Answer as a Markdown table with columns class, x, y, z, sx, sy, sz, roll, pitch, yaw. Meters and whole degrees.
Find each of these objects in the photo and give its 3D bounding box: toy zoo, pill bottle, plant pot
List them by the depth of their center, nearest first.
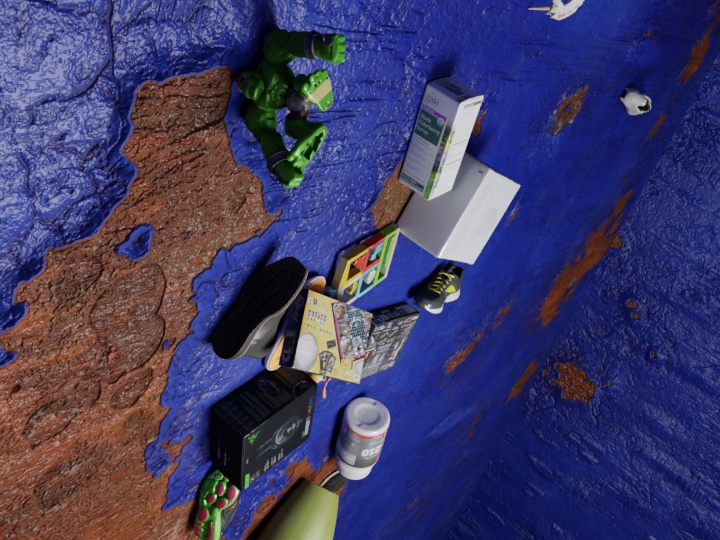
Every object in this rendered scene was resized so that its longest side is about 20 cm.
| class | x | y | z | sx | sy | sz | roll | pitch | yaw |
| --- | --- | --- | --- | --- | --- | --- | --- | --- | --- |
| toy zoo | 0.000 | 0.000 | 1.519 | 0.200 | 0.020 | 0.132 | -34 | 148 | -44 |
| plant pot | -0.135 | 0.622 | 1.907 | 0.201 | 0.186 | 0.187 | -63 | 157 | -14 |
| pill bottle | 0.000 | 0.419 | 1.940 | 0.114 | 0.114 | 0.201 | -31 | 146 | -40 |

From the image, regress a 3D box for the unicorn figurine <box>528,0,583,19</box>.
| class | x | y | z | sx | sy | sz | roll | pitch | yaw |
| --- | --- | --- | --- | --- | --- | --- | --- | --- | --- |
| unicorn figurine | 0.428 | -0.558 | 1.521 | 0.200 | 0.074 | 0.138 | -32 | 158 | -49 |

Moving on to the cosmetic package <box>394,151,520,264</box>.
| class | x | y | z | sx | sy | sz | roll | pitch | yaw |
| --- | --- | --- | --- | --- | --- | --- | --- | --- | --- |
| cosmetic package | 0.200 | -0.132 | 1.598 | 0.200 | 0.123 | 0.200 | -60 | 156 | 11 |

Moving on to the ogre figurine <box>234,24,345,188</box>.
| class | x | y | z | sx | sy | sz | roll | pitch | yaw |
| --- | --- | --- | --- | --- | --- | --- | --- | --- | --- |
| ogre figurine | -0.092 | -0.216 | 0.991 | 0.098 | 0.120 | 0.201 | -31 | 145 | -32 |

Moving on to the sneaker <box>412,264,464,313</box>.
| class | x | y | z | sx | sy | sz | roll | pitch | yaw |
| --- | --- | --- | --- | --- | --- | --- | --- | --- | --- |
| sneaker | 0.185 | 0.037 | 1.857 | 0.200 | 0.074 | 0.085 | -29 | 140 | -58 |

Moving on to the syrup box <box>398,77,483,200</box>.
| class | x | y | z | sx | sy | sz | roll | pitch | yaw |
| --- | --- | --- | --- | --- | --- | --- | --- | --- | --- |
| syrup box | 0.144 | -0.239 | 1.421 | 0.081 | 0.079 | 0.201 | -27 | 143 | -43 |

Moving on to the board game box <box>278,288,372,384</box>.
| class | x | y | z | sx | sy | sz | roll | pitch | yaw |
| --- | --- | --- | --- | --- | --- | --- | --- | --- | --- |
| board game box | -0.057 | 0.120 | 1.396 | 0.199 | 0.034 | 0.137 | 25 | 74 | -52 |

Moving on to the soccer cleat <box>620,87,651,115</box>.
| class | x | y | z | sx | sy | sz | roll | pitch | yaw |
| --- | --- | --- | --- | --- | --- | --- | --- | --- | --- |
| soccer cleat | 0.816 | -0.484 | 2.289 | 0.199 | 0.077 | 0.070 | -2 | 124 | -60 |

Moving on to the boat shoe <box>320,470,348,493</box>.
| class | x | y | z | sx | sy | sz | roll | pitch | yaw |
| --- | --- | --- | --- | --- | --- | --- | --- | --- | --- |
| boat shoe | -0.096 | 0.601 | 2.061 | 0.201 | 0.063 | 0.074 | -34 | 146 | -39 |

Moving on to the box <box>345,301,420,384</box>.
| class | x | y | z | sx | sy | sz | roll | pitch | yaw |
| --- | --- | --- | --- | --- | --- | --- | --- | --- | --- |
| box | 0.039 | 0.161 | 1.764 | 0.199 | 0.050 | 0.159 | -11 | 131 | -56 |

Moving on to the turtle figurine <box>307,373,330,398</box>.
| class | x | y | z | sx | sy | sz | roll | pitch | yaw |
| --- | --- | --- | --- | --- | --- | --- | --- | --- | --- |
| turtle figurine | -0.067 | 0.156 | 1.541 | 0.162 | 0.064 | 0.200 | -63 | -173 | -4 |

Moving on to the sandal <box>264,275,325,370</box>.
| class | x | y | z | sx | sy | sz | roll | pitch | yaw |
| --- | --- | --- | --- | --- | --- | --- | --- | --- | --- |
| sandal | -0.104 | 0.107 | 1.437 | 0.079 | 0.059 | 0.208 | -1 | 122 | -60 |

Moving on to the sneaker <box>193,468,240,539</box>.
| class | x | y | z | sx | sy | sz | roll | pitch | yaw |
| --- | --- | --- | --- | --- | --- | --- | --- | --- | --- |
| sneaker | -0.278 | 0.454 | 1.567 | 0.201 | 0.076 | 0.084 | -64 | 170 | 27 |

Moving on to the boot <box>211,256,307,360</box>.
| class | x | y | z | sx | sy | sz | roll | pitch | yaw |
| --- | --- | --- | --- | --- | --- | --- | --- | --- | --- |
| boot | -0.149 | 0.067 | 1.312 | 0.200 | 0.078 | 0.138 | -44 | 160 | 7 |

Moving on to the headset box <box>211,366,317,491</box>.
| class | x | y | z | sx | sy | sz | roll | pitch | yaw |
| --- | --- | --- | --- | --- | --- | --- | --- | --- | --- |
| headset box | -0.189 | 0.292 | 1.480 | 0.199 | 0.093 | 0.175 | -32 | 146 | -39 |
